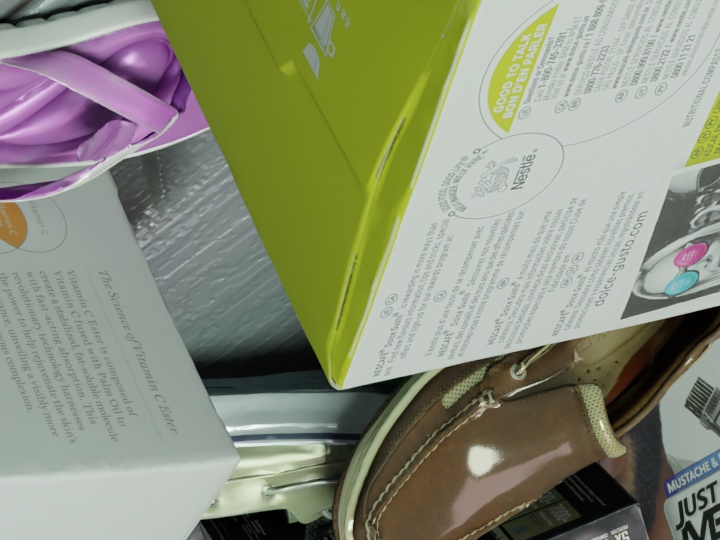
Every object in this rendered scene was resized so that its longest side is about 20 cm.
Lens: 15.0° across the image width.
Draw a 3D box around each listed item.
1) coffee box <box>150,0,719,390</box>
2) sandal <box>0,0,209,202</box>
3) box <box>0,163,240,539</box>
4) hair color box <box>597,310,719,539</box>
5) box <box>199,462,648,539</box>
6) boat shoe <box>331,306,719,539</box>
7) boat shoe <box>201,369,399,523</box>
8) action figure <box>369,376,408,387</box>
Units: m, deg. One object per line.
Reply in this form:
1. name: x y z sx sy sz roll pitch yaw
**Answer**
1. coffee box: 0.059 -0.113 0.885 0.197 0.200 0.200 -12 147 -23
2. sandal: -0.117 -0.052 0.991 0.202 0.050 0.083 -9 146 -28
3. box: -0.172 0.048 1.000 0.200 0.152 0.106 -1 141 -36
4. hair color box: 0.162 0.074 1.237 0.064 0.200 0.111 -4 158 -34
5. box: 0.028 0.133 1.239 0.164 0.200 0.086 -22 112 -10
6. boat shoe: 0.076 0.056 1.141 0.202 0.075 0.075 -43 121 -19
7. boat shoe: -0.026 0.079 1.205 0.200 0.062 0.072 -2 -173 -5
8. action figure: 0.000 0.000 1.133 0.055 0.118 0.200 -34 160 -8
